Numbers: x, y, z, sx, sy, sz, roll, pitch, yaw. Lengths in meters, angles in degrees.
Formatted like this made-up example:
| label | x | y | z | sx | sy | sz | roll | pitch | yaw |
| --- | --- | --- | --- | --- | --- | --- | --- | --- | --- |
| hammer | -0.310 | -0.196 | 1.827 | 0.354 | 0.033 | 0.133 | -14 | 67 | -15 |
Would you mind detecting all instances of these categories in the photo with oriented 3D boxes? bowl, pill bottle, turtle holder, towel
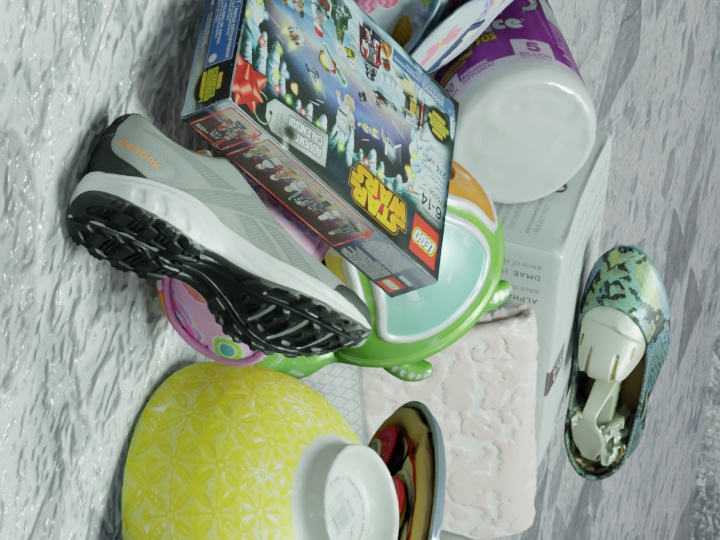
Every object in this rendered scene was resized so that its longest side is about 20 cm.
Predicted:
| label | x | y | z | sx | sy | sz | roll | pitch | yaw |
| --- | --- | --- | --- | --- | --- | --- | --- | --- | --- |
| bowl | -0.042 | 0.149 | 1.526 | 0.200 | 0.107 | 0.202 | 18 | 67 | -53 |
| pill bottle | 0.094 | -0.147 | 1.811 | 0.201 | 0.111 | 0.113 | -107 | -167 | -51 |
| turtle holder | 0.001 | -0.011 | 1.670 | 0.132 | 0.184 | 0.142 | 60 | 15 | -61 |
| towel | 0.035 | 0.122 | 1.794 | 0.032 | 0.189 | 0.201 | -111 | -165 | -50 |

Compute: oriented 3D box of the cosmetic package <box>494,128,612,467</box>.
| label | x | y | z | sx | sy | sz | roll | pitch | yaw |
| --- | --- | --- | --- | --- | --- | --- | --- | --- | --- |
| cosmetic package | 0.082 | 0.005 | 1.869 | 0.165 | 0.164 | 0.201 | -62 | 160 | -50 |

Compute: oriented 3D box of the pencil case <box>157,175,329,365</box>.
| label | x | y | z | sx | sy | sz | roll | pitch | yaw |
| --- | --- | --- | --- | --- | --- | --- | --- | --- | --- |
| pencil case | -0.049 | -0.032 | 1.523 | 0.200 | 0.087 | 0.088 | -58 | 155 | -49 |

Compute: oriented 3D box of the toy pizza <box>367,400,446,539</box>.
| label | x | y | z | sx | sy | sz | roll | pitch | yaw |
| --- | --- | --- | --- | --- | --- | --- | --- | --- | --- |
| toy pizza | 0.006 | 0.181 | 1.643 | 0.200 | 0.031 | 0.202 | -165 | -90 | -75 |

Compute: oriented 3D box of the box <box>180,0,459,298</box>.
| label | x | y | z | sx | sy | sz | roll | pitch | yaw |
| --- | --- | --- | --- | --- | --- | --- | --- | --- | --- |
| box | -0.018 | -0.094 | 1.477 | 0.200 | 0.040 | 0.138 | 40 | 46 | -39 |

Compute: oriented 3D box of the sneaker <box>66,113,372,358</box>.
| label | x | y | z | sx | sy | sz | roll | pitch | yaw |
| --- | --- | --- | --- | --- | --- | --- | --- | --- | --- |
| sneaker | -0.067 | -0.017 | 1.378 | 0.200 | 0.074 | 0.080 | 35 | 50 | -31 |

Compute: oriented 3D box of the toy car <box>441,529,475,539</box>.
| label | x | y | z | sx | sy | sz | roll | pitch | yaw |
| --- | --- | --- | --- | --- | --- | --- | --- | --- | --- |
| toy car | 0.068 | 0.278 | 1.729 | 0.200 | 0.149 | 0.176 | 13 | 94 | -83 |

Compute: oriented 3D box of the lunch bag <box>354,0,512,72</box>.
| label | x | y | z | sx | sy | sz | roll | pitch | yaw |
| --- | --- | --- | --- | --- | --- | --- | --- | --- | --- |
| lunch bag | 0.039 | -0.211 | 1.657 | 0.169 | 0.126 | 0.202 | -27 | 131 | -68 |

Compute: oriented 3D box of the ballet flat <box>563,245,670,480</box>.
| label | x | y | z | sx | sy | sz | roll | pitch | yaw |
| --- | --- | --- | --- | --- | --- | --- | --- | --- | --- |
| ballet flat | 0.185 | 0.076 | 1.864 | 0.074 | 0.074 | 0.201 | -60 | 157 | -47 |
